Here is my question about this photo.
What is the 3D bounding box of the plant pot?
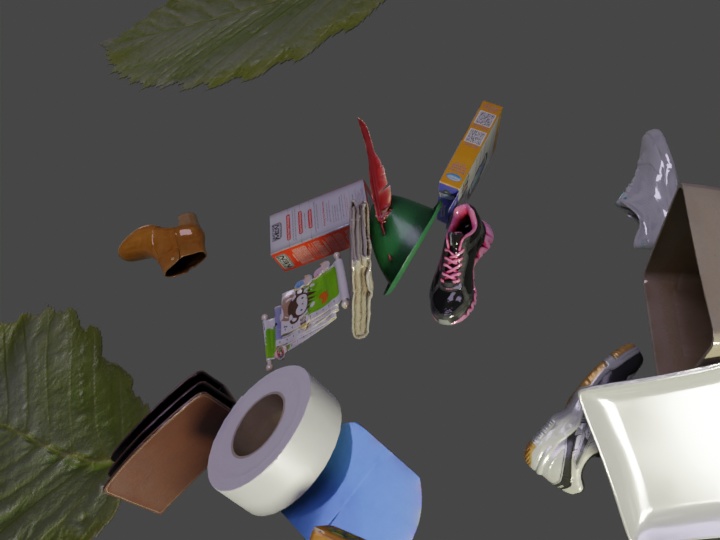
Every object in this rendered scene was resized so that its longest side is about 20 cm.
[{"bbox_3d":[0.444,0.039,0.651,0.175,0.200,0.202,1,57,13],"label":"plant pot"}]

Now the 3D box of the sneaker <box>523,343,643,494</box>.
[{"bbox_3d":[0.292,0.183,0.710,0.088,0.076,0.200,40,84,25],"label":"sneaker"}]

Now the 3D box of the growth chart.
[{"bbox_3d":[-0.096,0.065,0.993,0.200,0.018,0.145,-39,41,13],"label":"growth chart"}]

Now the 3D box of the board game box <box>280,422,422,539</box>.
[{"bbox_3d":[-0.008,0.310,0.788,0.199,0.039,0.158,33,76,32],"label":"board game box"}]

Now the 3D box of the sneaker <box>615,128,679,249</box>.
[{"bbox_3d":[0.419,-0.121,0.850,0.088,0.075,0.202,-16,52,32],"label":"sneaker"}]

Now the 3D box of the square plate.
[{"bbox_3d":[0.353,0.186,0.600,0.197,0.202,0.028,-18,12,24],"label":"square plate"}]

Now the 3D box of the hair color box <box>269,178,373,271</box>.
[{"bbox_3d":[-0.069,-0.083,1.078,0.198,0.061,0.102,-19,51,14],"label":"hair color box"}]

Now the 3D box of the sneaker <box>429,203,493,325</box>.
[{"bbox_3d":[0.147,-0.016,0.897,0.078,0.096,0.201,6,62,27],"label":"sneaker"}]

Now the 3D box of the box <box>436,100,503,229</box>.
[{"bbox_3d":[0.176,-0.168,0.969,0.041,0.119,0.201,26,70,16],"label":"box"}]

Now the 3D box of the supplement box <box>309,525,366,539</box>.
[{"bbox_3d":[-0.048,0.416,0.686,0.066,0.069,0.202,11,78,28],"label":"supplement box"}]

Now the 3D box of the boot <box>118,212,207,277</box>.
[{"bbox_3d":[-0.420,-0.036,1.219,0.200,0.071,0.145,-25,47,3],"label":"boot"}]

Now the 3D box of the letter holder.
[{"bbox_3d":[-0.301,0.256,0.906,0.200,0.142,0.100,-45,49,-7],"label":"letter holder"}]

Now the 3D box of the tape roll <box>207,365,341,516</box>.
[{"bbox_3d":[-0.124,0.237,0.827,0.202,0.071,0.203,-35,27,21],"label":"tape roll"}]

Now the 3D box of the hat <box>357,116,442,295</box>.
[{"bbox_3d":[0.019,-0.090,0.917,0.175,0.166,0.201,31,89,0],"label":"hat"}]

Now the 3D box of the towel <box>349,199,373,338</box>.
[{"bbox_3d":[0.000,0.000,0.903,0.034,0.201,0.134,0,53,-2],"label":"towel"}]
